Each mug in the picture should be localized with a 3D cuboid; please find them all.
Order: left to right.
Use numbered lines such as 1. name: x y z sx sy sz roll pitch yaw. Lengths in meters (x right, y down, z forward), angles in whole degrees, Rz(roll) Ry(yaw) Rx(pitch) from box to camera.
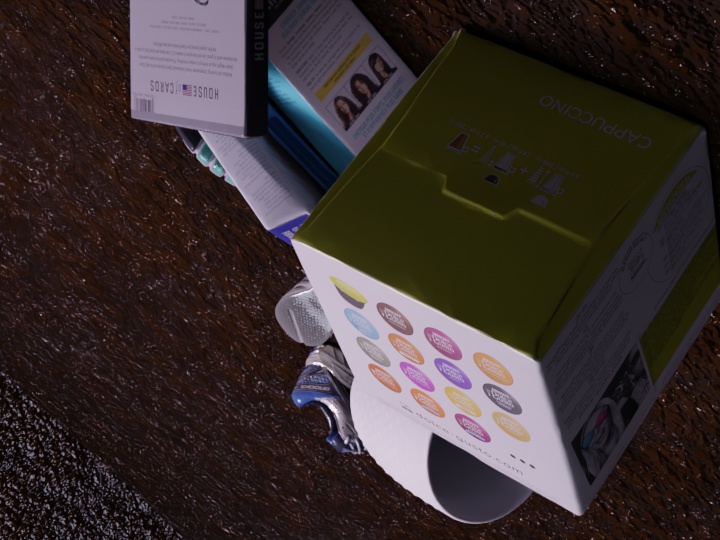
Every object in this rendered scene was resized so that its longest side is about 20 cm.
1. mug: 0.092 0.140 1.584 0.198 0.149 0.175 15 -175 -35

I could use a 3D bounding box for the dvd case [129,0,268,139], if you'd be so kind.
1. dvd case: -0.114 -0.200 1.174 0.150 0.025 0.203 15 108 50

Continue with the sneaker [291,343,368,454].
1. sneaker: 0.006 0.174 1.861 0.199 0.085 0.077 39 160 -1

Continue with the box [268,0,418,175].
1. box: -0.014 -0.136 1.234 0.200 0.083 0.049 48 158 -21

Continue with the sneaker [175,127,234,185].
1. sneaker: -0.087 -0.090 1.482 0.199 0.075 0.088 38 165 3

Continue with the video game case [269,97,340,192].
1. video game case: -0.065 -0.125 1.306 0.200 0.018 0.144 45 -170 -41

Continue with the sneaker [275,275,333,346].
1. sneaker: 0.000 0.000 1.533 0.071 0.080 0.200 50 139 -11

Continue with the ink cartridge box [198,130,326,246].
1. ink cartridge box: -0.047 -0.052 1.291 0.201 0.040 0.199 54 -172 22

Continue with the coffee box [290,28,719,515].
1. coffee box: 0.106 -0.002 1.133 0.198 0.201 0.199 26 156 30
